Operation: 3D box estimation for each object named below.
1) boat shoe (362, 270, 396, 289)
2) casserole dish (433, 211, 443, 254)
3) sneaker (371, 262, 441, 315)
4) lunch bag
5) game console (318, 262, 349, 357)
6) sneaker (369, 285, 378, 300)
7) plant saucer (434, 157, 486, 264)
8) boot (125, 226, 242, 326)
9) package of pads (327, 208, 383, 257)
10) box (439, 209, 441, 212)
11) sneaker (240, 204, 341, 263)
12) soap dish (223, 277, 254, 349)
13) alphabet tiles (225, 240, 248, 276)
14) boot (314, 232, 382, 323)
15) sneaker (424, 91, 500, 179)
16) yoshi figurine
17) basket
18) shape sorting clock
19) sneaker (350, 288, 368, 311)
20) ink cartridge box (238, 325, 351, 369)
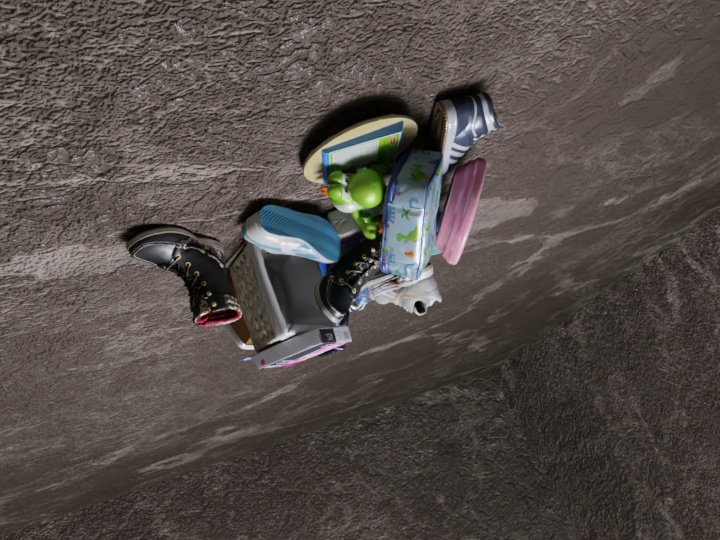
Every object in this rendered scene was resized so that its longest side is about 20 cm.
[{"bbox_3d":[0.030,-0.003,1.383,0.200,0.063,0.073,-20,174,-6],"label":"boat shoe"},{"bbox_3d":[0.130,-0.066,1.342,0.200,0.039,0.121,-12,153,-27],"label":"casserole dish"},{"bbox_3d":[0.093,0.056,1.367,0.076,0.092,0.200,-22,176,-29],"label":"sneaker"},{"bbox_3d":[0.090,-0.097,1.125,0.161,0.082,0.200,-61,159,-49],"label":"lunch bag"},{"bbox_3d":[-0.085,0.071,1.444,0.118,0.200,0.171,18,157,-23],"label":"game console"},{"bbox_3d":[0.093,0.007,1.588,0.200,0.100,0.078,-32,158,18],"label":"sneaker"},{"bbox_3d":[0.180,-0.113,1.219,0.051,0.201,0.201,16,156,4],"label":"plant saucer"},{"bbox_3d":[-0.285,0.013,1.104,0.073,0.151,0.200,-33,158,21],"label":"boot"},{"bbox_3d":[0.036,-0.090,1.335,0.200,0.068,0.155,-21,158,-8],"label":"package of pads"},{"bbox_3d":[0.099,-0.060,1.465,0.200,0.078,0.095,-27,159,4],"label":"box"},{"bbox_3d":[-0.119,-0.061,1.199,0.200,0.077,0.081,22,151,-38],"label":"sneaker"},{"bbox_3d":[-0.203,0.088,1.392,0.081,0.157,0.200,-52,150,19],"label":"soap dish"},{"bbox_3d":[-0.169,-0.044,1.303,0.166,0.006,0.200,-1,149,-46],"label":"alphabet tiles"},{"bbox_3d":[-0.001,-0.001,1.221,0.154,0.073,0.204,-38,-165,24],"label":"boot"},{"bbox_3d":[0.177,-0.231,1.155,0.108,0.070,0.200,-19,156,-11],"label":"sneaker"},{"bbox_3d":[0.017,-0.122,1.120,0.112,0.113,0.200,-38,160,14],"label":"yoshi figurine"},{"bbox_3d":[-0.152,0.047,1.260,0.135,0.200,0.123,-5,156,-43],"label":"basket"},{"bbox_3d":[-0.001,-0.197,1.078,0.200,0.039,0.200,-17,167,-4],"label":"shape sorting clock"},{"bbox_3d":[-0.034,0.066,1.594,0.076,0.077,0.200,-9,166,-20],"label":"sneaker"},{"bbox_3d":[-0.122,0.148,1.223,0.200,0.037,0.095,-22,166,30],"label":"ink cartridge box"}]
